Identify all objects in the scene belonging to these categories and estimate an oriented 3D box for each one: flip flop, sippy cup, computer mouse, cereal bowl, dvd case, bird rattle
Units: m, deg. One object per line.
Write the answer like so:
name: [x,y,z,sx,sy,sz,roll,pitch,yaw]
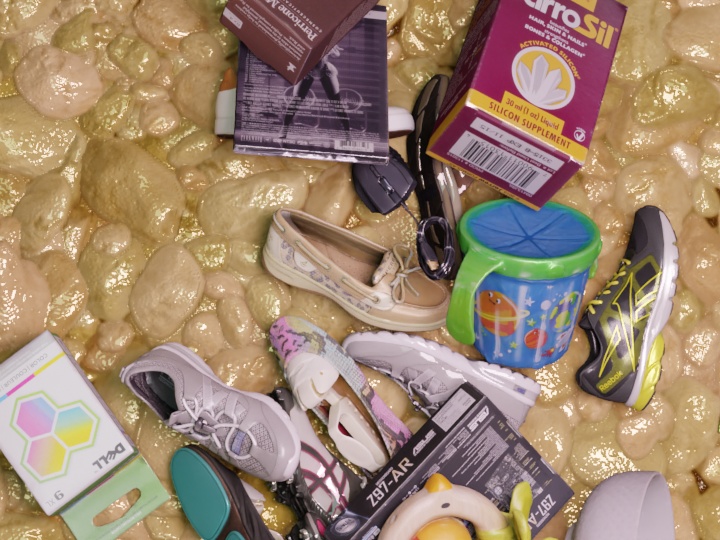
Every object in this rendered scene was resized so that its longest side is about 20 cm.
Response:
flip flop: [0.090,-0.092,1.673,0.057,0.081,0.202,-7,85,-20]
sippy cup: [0.157,0.017,1.621,0.176,0.140,0.131,-4,119,-11]
computer mouse: [0.038,-0.062,1.629,0.059,0.034,0.200,-44,44,10]
cereal bowl: [0.236,0.284,1.581,0.083,0.200,0.202,2,84,21]
dvd case: [-0.047,-0.188,1.650,0.147,0.016,0.201,4,54,-6]
bird rattle: [0.085,0.272,1.566,0.163,0.113,0.200,37,103,-18]

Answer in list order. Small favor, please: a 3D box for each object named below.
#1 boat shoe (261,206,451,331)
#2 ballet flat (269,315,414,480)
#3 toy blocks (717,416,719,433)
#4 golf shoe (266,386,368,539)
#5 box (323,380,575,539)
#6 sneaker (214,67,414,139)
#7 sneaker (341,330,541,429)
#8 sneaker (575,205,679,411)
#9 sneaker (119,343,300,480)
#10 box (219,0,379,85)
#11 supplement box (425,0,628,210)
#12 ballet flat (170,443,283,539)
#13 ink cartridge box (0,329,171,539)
boat shoe: [0.000,0.000,1.651,0.198,0.063,0.074,19,42,2]
ballet flat: [-0.020,0.130,1.633,0.069,0.071,0.200,-38,95,33]
toy blocks: [0.408,0.138,1.619,0.099,0.137,0.202,10,84,0]
golf shoe: [-0.040,0.206,1.648,0.087,0.077,0.202,-14,83,-26]
box: [0.086,0.230,1.611,0.200,0.043,0.160,-47,120,-4]
sneaker: [-0.044,-0.170,1.675,0.198,0.073,0.086,3,86,1]
sneaker: [0.072,0.113,1.647,0.198,0.075,0.083,19,87,3]
sneaker: [0.258,0.033,1.657,0.084,0.074,0.202,8,84,-3]
sneaker: [-0.145,0.142,1.599,0.199,0.082,0.075,29,113,28]
box: [-0.035,-0.285,1.651,0.100,0.075,0.200,40,61,3]
supplement box: [0.161,-0.181,1.620,0.130,0.103,0.201,25,58,-10]
ballet flat: [-0.114,0.249,1.627,0.068,0.068,0.201,-54,53,27]
ink cartridge box: [-0.283,0.169,1.643,0.103,0.059,0.201,-36,86,-4]
